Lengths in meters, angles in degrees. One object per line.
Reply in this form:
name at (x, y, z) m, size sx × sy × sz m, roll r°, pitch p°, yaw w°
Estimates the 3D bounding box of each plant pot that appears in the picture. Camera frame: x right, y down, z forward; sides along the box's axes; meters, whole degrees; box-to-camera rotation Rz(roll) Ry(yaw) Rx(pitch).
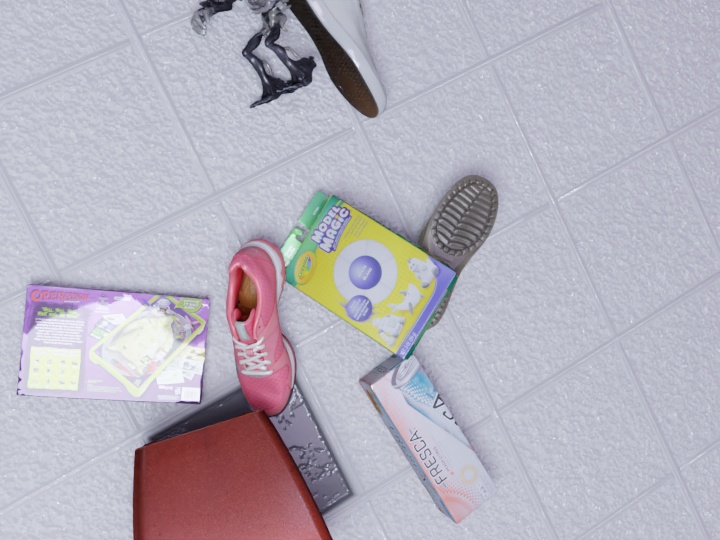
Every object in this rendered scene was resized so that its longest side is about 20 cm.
plant pot at (-0.148, 0.252, 0.850) m, size 0.197 × 0.200 × 0.179 m, roll -15°, pitch 83°, yaw -15°

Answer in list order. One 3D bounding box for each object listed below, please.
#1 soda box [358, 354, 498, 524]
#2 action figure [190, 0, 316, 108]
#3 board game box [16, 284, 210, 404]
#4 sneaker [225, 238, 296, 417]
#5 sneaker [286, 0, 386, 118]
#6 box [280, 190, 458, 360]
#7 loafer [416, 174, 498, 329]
soda box at (0.081, 0.199, 0.971) m, size 0.068 × 0.064 × 0.201 m, roll -34°, pitch 97°, yaw -13°
action figure at (-0.123, -0.294, 0.907) m, size 0.102 × 0.118 × 0.202 m, roll -33°, pitch 107°, yaw -46°
board game box at (-0.272, 0.083, 0.900) m, size 0.197 × 0.032 × 0.122 m, roll 6°, pitch 91°, yaw -15°
sneaker at (-0.122, 0.070, 0.893) m, size 0.073 × 0.087 × 0.203 m, roll -3°, pitch 99°, yaw 14°
sneaker at (-0.011, -0.283, 0.958) m, size 0.084 × 0.073 × 0.201 m, roll -38°, pitch 104°, yaw -25°
box at (0.000, 0.000, 0.929) m, size 0.199 × 0.048 × 0.118 m, roll 32°, pitch 89°, yaw 14°
loafer at (0.099, -0.024, 0.979) m, size 0.075 × 0.068 × 0.202 m, roll 31°, pitch 85°, yaw -8°
